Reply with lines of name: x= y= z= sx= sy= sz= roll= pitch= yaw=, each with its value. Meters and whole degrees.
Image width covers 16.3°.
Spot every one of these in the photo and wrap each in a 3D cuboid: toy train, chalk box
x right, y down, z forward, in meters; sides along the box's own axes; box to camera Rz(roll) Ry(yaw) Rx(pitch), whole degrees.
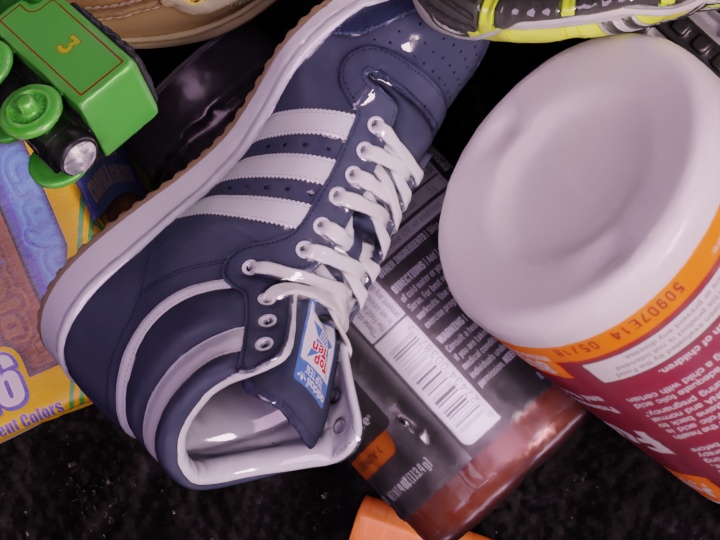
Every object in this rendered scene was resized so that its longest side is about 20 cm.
toy train: x=-0.143 y=-0.099 z=0.884 sx=0.056 sy=0.042 sz=0.200 roll=-40 pitch=55 yaw=-11
chalk box: x=-0.151 y=-0.037 z=0.974 sx=0.123 sy=0.124 sz=0.201 roll=-22 pitch=92 yaw=13

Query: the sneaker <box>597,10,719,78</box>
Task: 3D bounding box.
sneaker: x=0.168 y=-0.122 z=0.931 sx=0.200 sy=0.081 sz=0.075 roll=-37 pitch=73 yaw=-7

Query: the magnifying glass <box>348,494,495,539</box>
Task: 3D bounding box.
magnifying glass: x=0.091 y=0.133 z=0.993 sx=0.199 sy=0.022 sz=0.080 roll=19 pitch=99 yaw=8

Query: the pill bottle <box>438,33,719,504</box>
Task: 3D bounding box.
pill bottle: x=0.128 y=0.015 z=0.880 sx=0.114 sy=0.114 sz=0.200 roll=-44 pitch=129 yaw=12

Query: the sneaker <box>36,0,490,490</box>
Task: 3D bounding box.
sneaker: x=-0.010 y=-0.012 z=0.845 sx=0.200 sy=0.070 sz=0.109 roll=-44 pitch=45 yaw=1

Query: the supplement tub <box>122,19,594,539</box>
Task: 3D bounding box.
supplement tub: x=0.000 y=0.000 z=0.956 sx=0.107 sy=0.107 sz=0.200 roll=-44 pitch=85 yaw=12

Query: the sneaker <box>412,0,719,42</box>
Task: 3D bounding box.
sneaker: x=0.114 y=-0.110 z=0.845 sx=0.199 sy=0.077 sz=0.076 roll=-15 pitch=63 yaw=-5

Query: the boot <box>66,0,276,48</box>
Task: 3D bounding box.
boot: x=-0.068 y=-0.134 z=0.852 sx=0.199 sy=0.155 sz=0.073 roll=-10 pitch=78 yaw=34
